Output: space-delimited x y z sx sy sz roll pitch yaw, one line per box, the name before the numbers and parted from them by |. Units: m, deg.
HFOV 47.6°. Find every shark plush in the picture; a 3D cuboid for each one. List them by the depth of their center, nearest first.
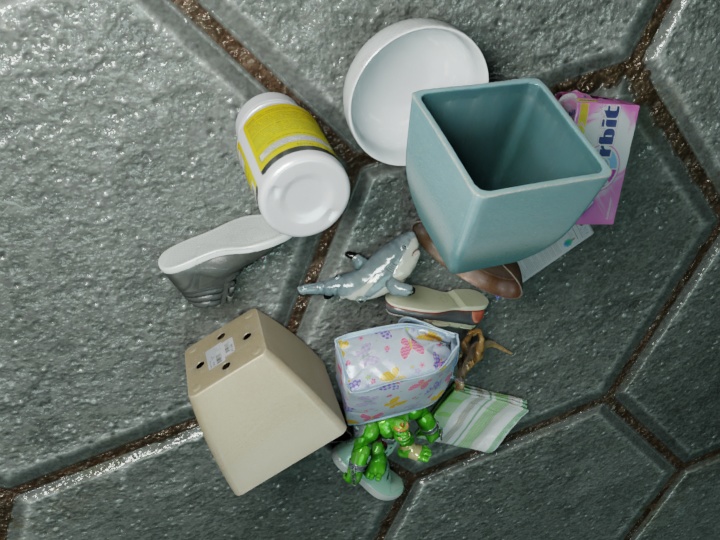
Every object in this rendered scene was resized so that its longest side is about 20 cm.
shark plush | 0.000 0.000 1.297 0.199 0.091 0.084 -12 112 12

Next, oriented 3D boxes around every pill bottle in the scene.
pill bottle | -0.093 -0.141 1.032 0.114 0.200 0.115 -11 129 -14

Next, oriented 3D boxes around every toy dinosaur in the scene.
toy dinosaur | 0.205 0.144 1.466 0.200 0.060 0.107 -34 126 -47

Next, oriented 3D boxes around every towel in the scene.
towel | 0.224 0.299 1.619 0.199 0.031 0.150 17 117 -32

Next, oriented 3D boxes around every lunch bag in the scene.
lunch bag | 0.061 0.163 1.357 0.199 0.128 0.170 -11 152 -6

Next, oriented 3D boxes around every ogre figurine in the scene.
ogre figurine | 0.054 0.293 1.444 0.199 0.098 0.120 -13 118 -6

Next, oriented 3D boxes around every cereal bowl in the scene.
cereal bowl | 0.066 -0.247 1.096 0.199 0.083 0.201 -12 130 -15

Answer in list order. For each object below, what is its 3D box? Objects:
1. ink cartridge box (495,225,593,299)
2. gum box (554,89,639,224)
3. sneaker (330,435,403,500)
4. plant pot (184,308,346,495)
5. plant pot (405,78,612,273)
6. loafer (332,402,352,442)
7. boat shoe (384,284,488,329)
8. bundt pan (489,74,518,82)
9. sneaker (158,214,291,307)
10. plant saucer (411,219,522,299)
ink cartridge box | 0.283 -0.050 1.369 0.200 0.042 0.119 -37 129 3
gum box | 0.347 -0.174 1.257 0.113 0.066 0.201 -2 112 -22
sneaker | 0.050 0.367 1.563 0.118 0.074 0.200 -37 129 15
plant pot | -0.165 0.183 1.267 0.199 0.200 0.177 -30 121 2
plant pot | 0.170 -0.107 1.078 0.195 0.196 0.201 -11 142 -20
loafer | -0.102 0.284 1.440 0.199 0.071 0.073 -10 129 -16
boat shoe | 0.125 0.068 1.376 0.199 0.071 0.063 2 127 -30
bundt pan | 0.200 -0.181 1.210 0.201 0.076 0.203 -12 129 -15
sneaker | -0.182 -0.011 1.185 0.199 0.071 0.099 -19 133 -1
plant saucer | 0.169 -0.026 1.253 0.035 0.200 0.200 -54 131 -11
